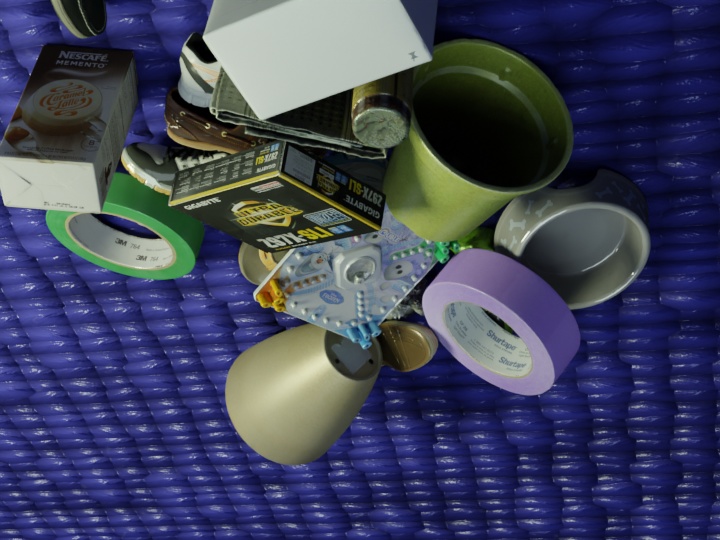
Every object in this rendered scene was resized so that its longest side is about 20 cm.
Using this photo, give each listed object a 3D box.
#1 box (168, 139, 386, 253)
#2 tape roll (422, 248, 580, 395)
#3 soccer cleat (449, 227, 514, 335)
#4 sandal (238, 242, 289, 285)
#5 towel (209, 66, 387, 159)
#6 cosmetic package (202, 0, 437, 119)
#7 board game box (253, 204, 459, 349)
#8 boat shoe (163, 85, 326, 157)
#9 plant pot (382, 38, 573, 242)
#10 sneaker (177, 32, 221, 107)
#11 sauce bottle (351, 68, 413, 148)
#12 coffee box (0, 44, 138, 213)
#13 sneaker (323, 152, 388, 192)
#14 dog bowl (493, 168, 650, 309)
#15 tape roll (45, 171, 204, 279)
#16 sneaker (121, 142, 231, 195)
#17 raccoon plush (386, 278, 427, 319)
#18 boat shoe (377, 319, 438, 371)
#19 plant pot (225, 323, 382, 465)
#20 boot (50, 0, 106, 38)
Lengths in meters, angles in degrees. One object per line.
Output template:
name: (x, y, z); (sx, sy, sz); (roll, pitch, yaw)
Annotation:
box: (-0.095, -0.079, 1.455); (0.200, 0.050, 0.159); (-10, 154, 44)
tape roll: (0.177, 0.067, 1.631); (0.200, 0.066, 0.200); (31, 153, 18)
soccer cleat: (0.164, 0.021, 1.722); (0.081, 0.068, 0.200); (0, 132, 22)
sandal: (-0.096, -0.036, 1.694); (0.080, 0.054, 0.200); (31, 132, -25)
towel: (-0.060, -0.199, 1.400); (0.192, 0.200, 0.035); (13, 132, -8)
cosmetic package: (-0.032, -0.285, 1.302); (0.199, 0.200, 0.123); (-16, 133, 23)
board game box: (0.000, 0.000, 1.594); (0.200, 0.026, 0.200); (25, 116, -41)
boat shoe: (-0.137, -0.174, 1.534); (0.199, 0.071, 0.070); (8, 142, -1)
plant pot: (0.114, -0.131, 1.479); (0.200, 0.201, 0.184); (18, 148, -12)
sneaker: (-0.115, -0.226, 1.474); (0.199, 0.074, 0.080); (4, 136, 3)
sauce bottle: (0.027, -0.217, 1.368); (0.064, 0.200, 0.065); (3, 138, 3)
coffee box: (-0.333, -0.165, 1.475); (0.114, 0.200, 0.080); (5, 137, 2)
sneaker: (-0.054, -0.095, 1.563); (0.199, 0.087, 0.075); (-9, 133, -8)
dog bowl: (0.271, -0.033, 1.611); (0.199, 0.059, 0.201); (-5, 132, -5)
tape roll: (-0.304, -0.057, 1.666); (0.200, 0.048, 0.201); (11, 153, 6)
sneaker: (-0.194, -0.135, 1.600); (0.199, 0.076, 0.088); (16, 124, -17)
raccoon plush: (0.027, 0.002, 1.674); (0.133, 0.097, 0.200); (0, 153, 0)
boat shoe: (0.055, 0.098, 1.769); (0.200, 0.065, 0.072); (-18, 95, 62)
plant pot: (-0.059, 0.149, 1.774); (0.187, 0.188, 0.200); (27, 142, -20)
boot: (-0.257, -0.334, 1.368); (0.153, 0.074, 0.204); (4, 135, 10)
